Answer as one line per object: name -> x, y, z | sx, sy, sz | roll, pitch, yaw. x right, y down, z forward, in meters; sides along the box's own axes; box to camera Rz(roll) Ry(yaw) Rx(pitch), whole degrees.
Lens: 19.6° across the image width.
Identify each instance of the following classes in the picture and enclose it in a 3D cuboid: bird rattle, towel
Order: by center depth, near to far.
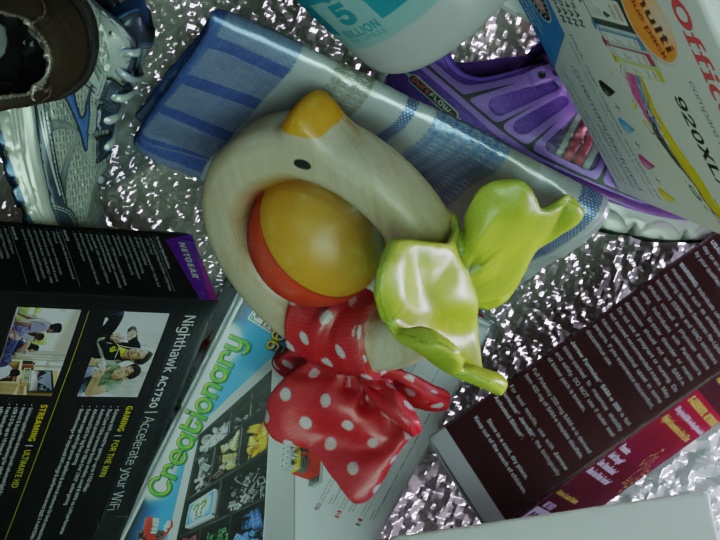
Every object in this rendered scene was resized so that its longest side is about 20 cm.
bird rattle -> 0.000, 0.000, 0.926 | 0.163, 0.200, 0.113 | 47, 59, -5
towel -> 0.001, -0.045, 0.949 | 0.199, 0.147, 0.024 | 26, 66, -13

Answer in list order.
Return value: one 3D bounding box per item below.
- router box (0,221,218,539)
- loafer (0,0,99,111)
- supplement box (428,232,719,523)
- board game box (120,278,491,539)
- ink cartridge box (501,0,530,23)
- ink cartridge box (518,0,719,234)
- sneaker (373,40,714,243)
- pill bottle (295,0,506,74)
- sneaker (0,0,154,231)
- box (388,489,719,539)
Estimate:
router box -> -0.167, 0.069, 0.954 | 0.148, 0.051, 0.201 | 4, 129, -29
loafer -> -0.209, -0.097, 0.859 | 0.199, 0.071, 0.074 | -4, 102, -3
supplement box -> 0.140, 0.054, 1.016 | 0.200, 0.109, 0.061 | -37, 71, 7
board game box -> -0.036, 0.085, 1.042 | 0.126, 0.035, 0.201 | 23, 104, -18
ink cartridge box -> 0.080, -0.203, 0.950 | 0.199, 0.050, 0.162 | 26, 100, -21
ink cartridge box -> 0.175, -0.109, 0.861 | 0.144, 0.200, 0.148 | -34, 111, -9
sneaker -> 0.101, -0.066, 0.993 | 0.199, 0.081, 0.084 | 16, 95, -18
pill bottle -> -0.023, -0.181, 0.847 | 0.200, 0.111, 0.111 | 41, 99, -23
sneaker -> -0.129, -0.086, 0.942 | 0.085, 0.077, 0.201 | -16, 113, -9
box -> 0.085, 0.188, 1.005 | 0.151, 0.200, 0.107 | -8, 71, -7
